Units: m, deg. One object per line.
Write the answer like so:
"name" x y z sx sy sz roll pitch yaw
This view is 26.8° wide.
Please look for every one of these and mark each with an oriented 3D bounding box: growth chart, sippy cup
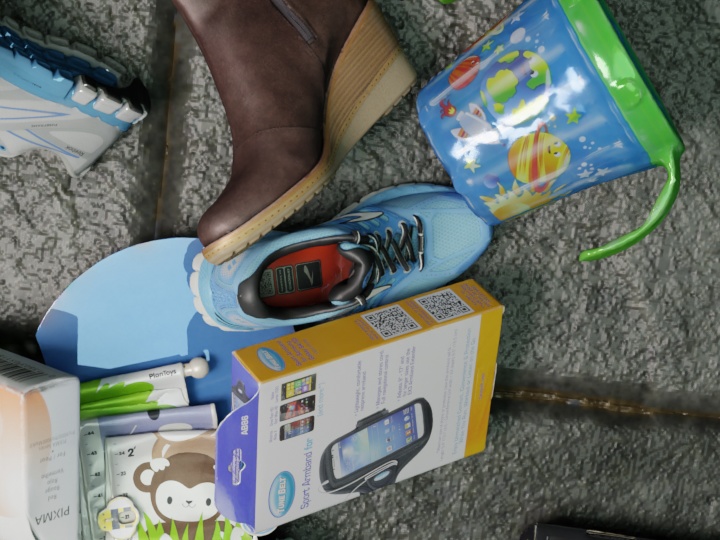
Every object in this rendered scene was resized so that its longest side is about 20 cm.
"growth chart" -0.123 0.155 0.953 0.144 0.018 0.202 -16 91 -8
"sippy cup" 0.109 -0.098 0.919 0.130 0.179 0.140 -31 133 15

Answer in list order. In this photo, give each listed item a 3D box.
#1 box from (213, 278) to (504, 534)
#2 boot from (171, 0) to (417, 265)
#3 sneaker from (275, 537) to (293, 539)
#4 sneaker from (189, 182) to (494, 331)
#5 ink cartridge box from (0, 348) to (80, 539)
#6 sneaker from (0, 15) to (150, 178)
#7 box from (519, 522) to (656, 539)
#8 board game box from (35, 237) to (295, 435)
"box" -0.006 0.086 0.936 0.199 0.041 0.120 -14 128 -26
"boot" -0.074 -0.118 0.895 0.166 0.072 0.200 46 61 -9
"sneaker" -0.106 0.203 0.997 0.200 0.074 0.119 31 106 -20
"sneaker" 0.000 0.000 0.933 0.199 0.090 0.079 -17 103 -21
"ink cartridge box" -0.242 0.145 0.939 0.050 0.161 0.202 -9 108 -49
"sneaker" -0.228 -0.111 0.897 0.199 0.075 0.087 27 114 -30
"box" 0.198 0.282 1.004 0.197 0.050 0.202 9 69 -8
"board game box" -0.115 0.072 0.986 0.157 0.039 0.201 -18 107 -7
